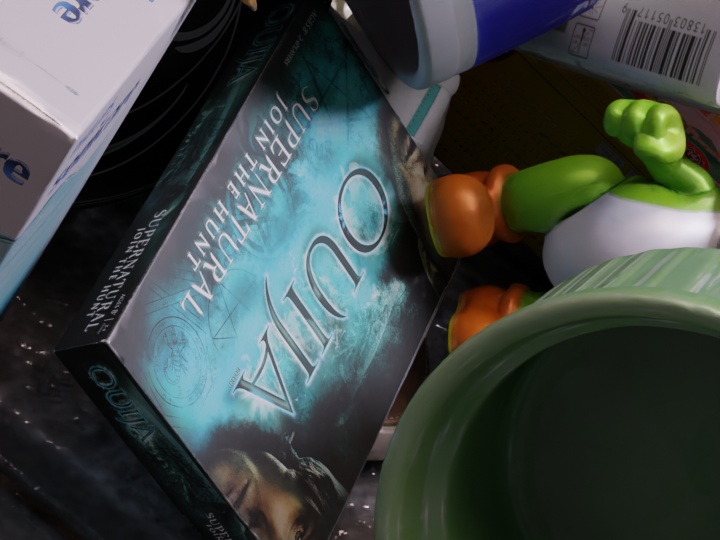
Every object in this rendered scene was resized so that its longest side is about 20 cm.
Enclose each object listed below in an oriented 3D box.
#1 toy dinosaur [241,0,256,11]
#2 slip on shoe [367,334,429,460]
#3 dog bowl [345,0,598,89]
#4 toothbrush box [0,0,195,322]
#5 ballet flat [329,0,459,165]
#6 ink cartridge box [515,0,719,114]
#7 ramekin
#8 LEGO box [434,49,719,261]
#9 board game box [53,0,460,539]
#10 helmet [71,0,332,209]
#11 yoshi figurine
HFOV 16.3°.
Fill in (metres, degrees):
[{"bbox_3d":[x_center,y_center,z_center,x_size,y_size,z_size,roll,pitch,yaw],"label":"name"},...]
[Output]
[{"bbox_3d":[-0.069,-0.144,0.882,0.106,0.060,0.200,32,7,20],"label":"toy dinosaur"},{"bbox_3d":[0.000,0.000,1.072,0.076,0.061,0.200,19,33,-7],"label":"slip on shoe"},{"bbox_3d":[0.016,-0.175,0.969,0.079,0.200,0.200,-24,47,-6],"label":"dog bowl"},{"bbox_3d":[-0.149,-0.030,0.886,0.085,0.200,0.146,34,34,-4],"label":"toothbrush box"},{"bbox_3d":[0.002,-0.109,1.112,0.069,0.070,0.200,9,26,-21],"label":"ballet flat"},{"bbox_3d":[0.175,-0.078,1.056,0.200,0.057,0.162,21,2,-35],"label":"ink cartridge box"},{"bbox_3d":[0.114,0.088,0.899,0.200,0.200,0.098,29,25,10],"label":"ramekin"},{"bbox_3d":[0.137,-0.050,1.168,0.200,0.077,0.149,45,35,4],"label":"LEGO box"},{"bbox_3d":[-0.029,0.006,0.952,0.135,0.028,0.200,55,43,-30],"label":"board game box"},{"bbox_3d":[-0.132,-0.121,1.048,0.200,0.191,0.200,50,16,-20],"label":"helmet"},{"bbox_3d":[0.127,-0.004,0.963,0.200,0.112,0.112,-7,57,15],"label":"yoshi figurine"}]
